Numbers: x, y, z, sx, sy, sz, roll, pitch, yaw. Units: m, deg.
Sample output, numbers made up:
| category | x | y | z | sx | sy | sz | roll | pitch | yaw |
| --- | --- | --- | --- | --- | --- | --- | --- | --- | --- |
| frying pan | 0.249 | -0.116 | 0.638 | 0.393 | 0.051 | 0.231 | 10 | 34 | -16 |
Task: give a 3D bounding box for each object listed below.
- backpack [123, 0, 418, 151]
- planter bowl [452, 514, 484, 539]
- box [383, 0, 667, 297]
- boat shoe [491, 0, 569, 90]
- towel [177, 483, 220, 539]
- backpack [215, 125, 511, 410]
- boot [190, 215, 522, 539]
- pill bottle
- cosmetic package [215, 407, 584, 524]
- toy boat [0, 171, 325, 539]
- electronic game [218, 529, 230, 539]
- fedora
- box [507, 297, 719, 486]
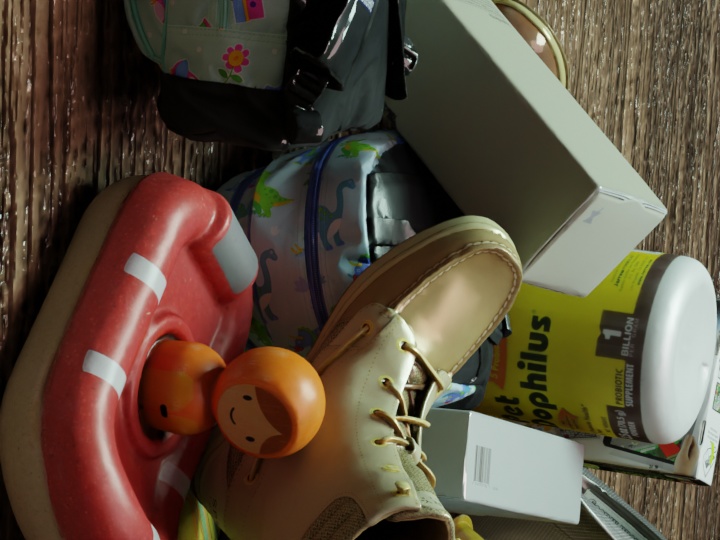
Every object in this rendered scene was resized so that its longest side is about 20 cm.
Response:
| category | x | y | z | sx | sy | sz | roll | pitch | yaw |
| --- | --- | --- | --- | --- | --- | --- | --- | --- | --- |
| backpack | -0.042 | -0.164 | 1.298 | 0.167 | 0.126 | 0.200 | -40 | 133 | -74 |
| planter bowl | 0.059 | 0.249 | 1.589 | 0.201 | 0.083 | 0.200 | -59 | 163 | -31 |
| box | 0.065 | -0.082 | 1.430 | 0.068 | 0.200 | 0.082 | -47 | 150 | 18 |
| boat shoe | 0.064 | -0.083 | 1.574 | 0.068 | 0.072 | 0.200 | -44 | 170 | -28 |
| towel | -0.088 | 0.160 | 1.342 | 0.200 | 0.018 | 0.086 | -88 | 172 | -55 |
| backpack | 0.000 | 0.000 | 1.449 | 0.200 | 0.154 | 0.163 | -17 | 106 | -85 |
| boot | 0.020 | 0.075 | 1.290 | 0.200 | 0.155 | 0.073 | -41 | 122 | 0 |
| pill bottle | 0.098 | 0.034 | 1.597 | 0.109 | 0.200 | 0.109 | 8 | 90 | -67 |
| cosmetic package | 0.022 | 0.103 | 1.502 | 0.200 | 0.151 | 0.052 | 22 | 71 | -67 |
| toy boat | -0.079 | 0.057 | 1.276 | 0.131 | 0.131 | 0.200 | 64 | 40 | -53 |
| electronic game | -0.058 | 0.228 | 1.497 | 0.200 | 0.042 | 0.200 | 0 | 90 | -67 |
| fedora | 0.129 | 0.179 | 1.826 | 0.090 | 0.177 | 0.200 | -49 | 133 | 5 |
| box | 0.122 | 0.061 | 1.662 | 0.035 | 0.200 | 0.110 | 31 | 69 | -65 |
